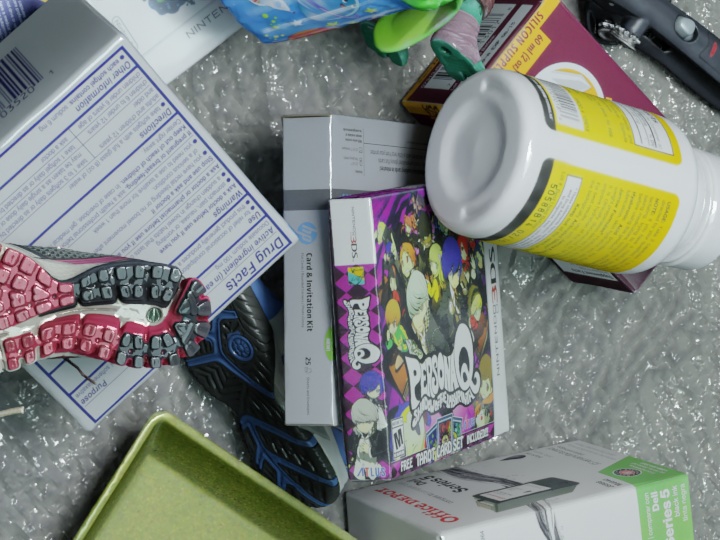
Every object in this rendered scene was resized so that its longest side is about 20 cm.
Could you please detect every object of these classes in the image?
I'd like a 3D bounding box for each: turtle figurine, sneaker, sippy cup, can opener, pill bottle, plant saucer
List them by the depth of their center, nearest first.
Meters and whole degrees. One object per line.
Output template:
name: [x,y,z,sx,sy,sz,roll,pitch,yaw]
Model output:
sneaker: [-0.191,0.023,1.498,0.200,0.075,0.081,8,94,-16]
sippy cup: [-0.022,-0.207,1.578,0.178,0.130,0.140,64,25,-11]
pill bottle: [0.151,-0.058,1.674,0.200,0.111,0.112,13,90,-34]
turtle figurine: [0.087,-0.223,1.698,0.101,0.150,0.200,43,71,-29]
plant saucer: [-0.122,0.221,1.708,0.200,0.048,0.200,37,80,-26]
sneaker: [-0.060,0.061,1.714,0.077,0.076,0.200,-48,120,-44]
can opener: [0.236,-0.161,1.834,0.200,0.063,0.079,36,79,-26]

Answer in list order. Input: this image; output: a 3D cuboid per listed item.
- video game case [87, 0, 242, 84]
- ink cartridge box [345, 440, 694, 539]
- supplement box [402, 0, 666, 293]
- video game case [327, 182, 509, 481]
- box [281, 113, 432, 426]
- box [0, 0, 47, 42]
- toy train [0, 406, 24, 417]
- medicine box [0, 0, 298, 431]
video game case: [-0.121,-0.242,1.620,0.182,0.024,0.200,-39,113,-15]
ink cartridge box: [0.109,0.186,1.766,0.200,0.145,0.084,-10,101,-26]
supplement box: [0.142,-0.090,1.781,0.200,0.086,0.110,44,76,-25]
video game case: [0.041,0.034,1.684,0.200,0.036,0.182,-12,98,-63]
box: [0.000,0.000,1.688,0.156,0.041,0.201,2,89,-63]
box: [-0.265,-0.117,1.599,0.200,0.032,0.121,-23,107,-21]
toy train: [-0.293,0.051,1.526,0.085,0.200,0.116,-33,104,-56]
medicine box: [-0.174,-0.037,1.580,0.182,0.103,0.200,-42,126,-2]
